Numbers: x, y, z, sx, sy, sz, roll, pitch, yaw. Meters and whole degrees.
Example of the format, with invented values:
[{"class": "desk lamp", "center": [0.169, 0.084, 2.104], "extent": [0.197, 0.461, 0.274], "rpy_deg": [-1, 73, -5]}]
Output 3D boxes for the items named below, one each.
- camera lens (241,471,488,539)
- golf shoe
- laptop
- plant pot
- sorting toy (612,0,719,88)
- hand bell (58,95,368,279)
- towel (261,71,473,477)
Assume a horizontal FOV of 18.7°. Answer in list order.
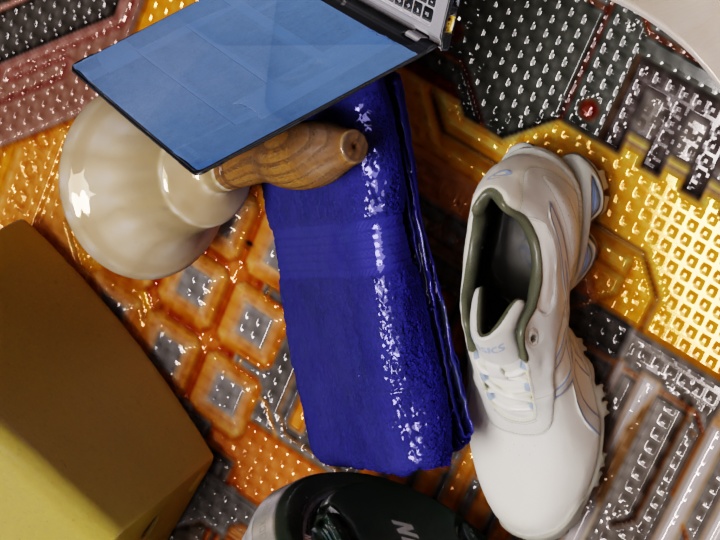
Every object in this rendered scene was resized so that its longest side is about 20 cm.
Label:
[{"class": "camera lens", "center": [-0.014, 0.216, 1.111], "extent": [0.160, 0.160, 0.201], "rpy_deg": [38, 117, 19]}, {"class": "golf shoe", "center": [0.072, 0.041, 1.075], "extent": [0.078, 0.097, 0.202], "rpy_deg": [3, 101, 27]}, {"class": "laptop", "center": [-0.040, -0.162, 1.048], "extent": [0.187, 0.115, 0.202], "rpy_deg": [38, 119, 57]}, {"class": "plant pot", "center": [-0.202, 0.122, 1.197], "extent": [0.176, 0.200, 0.201], "rpy_deg": [35, 113, 8]}, {"class": "sorting toy", "center": [0.193, -0.162, 0.978], "extent": [0.199, 0.107, 0.181], "rpy_deg": [-31, 89, 30]}, {"class": "hand bell", "center": [-0.058, -0.052, 1.088], "extent": [0.199, 0.103, 0.105], "rpy_deg": [-4, 96, 54]}, {"class": "towel", "center": [0.000, 0.000, 1.113], "extent": [0.147, 0.049, 0.202], "rpy_deg": [178, 82, -68]}]
